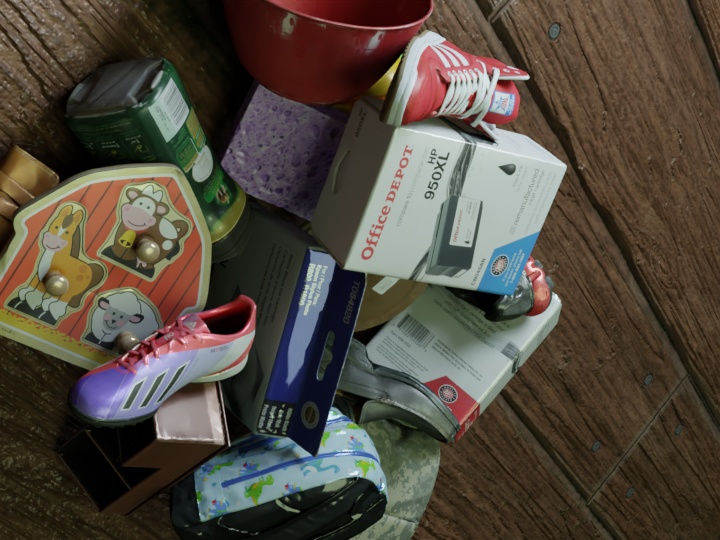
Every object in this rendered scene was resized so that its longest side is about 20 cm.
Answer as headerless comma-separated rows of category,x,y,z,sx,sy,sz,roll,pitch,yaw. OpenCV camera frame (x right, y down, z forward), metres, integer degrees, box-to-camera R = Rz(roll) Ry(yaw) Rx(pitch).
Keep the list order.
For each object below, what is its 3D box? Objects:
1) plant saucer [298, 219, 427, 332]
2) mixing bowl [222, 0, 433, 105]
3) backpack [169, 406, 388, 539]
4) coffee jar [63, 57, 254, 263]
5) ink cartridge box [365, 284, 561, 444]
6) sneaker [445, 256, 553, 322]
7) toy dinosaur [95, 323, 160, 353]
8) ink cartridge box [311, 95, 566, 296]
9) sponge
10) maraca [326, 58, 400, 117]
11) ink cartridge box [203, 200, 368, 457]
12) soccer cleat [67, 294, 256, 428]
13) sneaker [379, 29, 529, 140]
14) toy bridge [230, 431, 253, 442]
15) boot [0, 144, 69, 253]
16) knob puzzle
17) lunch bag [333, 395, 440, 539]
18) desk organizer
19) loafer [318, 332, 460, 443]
plant saucer,0.000,0.000,1.257,0.199,0.030,0.201,-15,138,-14
mixing bowl,-0.044,-0.223,1.063,0.199,0.200,0.109,-11,133,-36
backpack,-0.072,0.228,1.175,0.199,0.154,0.163,-14,135,11
coffee jar,-0.177,-0.093,1.059,0.200,0.104,0.086,64,35,-40
ink cartridge box,0.120,0.077,1.359,0.200,0.144,0.084,-48,163,-10
sneaker,0.125,-0.022,1.299,0.098,0.201,0.071,-24,159,-33
toy dinosaur,-0.233,0.014,1.086,0.077,0.102,0.201,-24,117,-14
ink cartridge box,0.073,-0.067,1.091,0.199,0.084,0.145,9,112,-30
sponge,-0.035,-0.101,1.133,0.199,0.030,0.112,23,117,-18
maraca,0.025,-0.146,1.193,0.137,0.107,0.200,-34,122,12
ink cartridge box,-0.089,0.054,1.144,0.040,0.200,0.201,3,109,-41
soccer cleat,-0.169,0.074,1.009,0.200,0.068,0.073,-21,142,-48
sneaker,0.086,-0.154,1.014,0.071,0.112,0.200,-65,178,26
toy bridge,-0.099,0.146,1.275,0.200,0.067,0.027,-44,133,-13
boot,-0.327,-0.036,0.981,0.200,0.077,0.156,28,93,-47
knob puzzle,-0.211,-0.003,1.002,0.219,0.030,0.221,-12,120,-22
lunch bag,-0.008,0.235,1.346,0.200,0.139,0.168,29,93,-45
desk organizer,-0.214,0.170,1.111,0.077,0.072,0.200,10,146,-39
loafer,0.014,0.138,1.256,0.072,0.199,0.073,-59,180,-21
